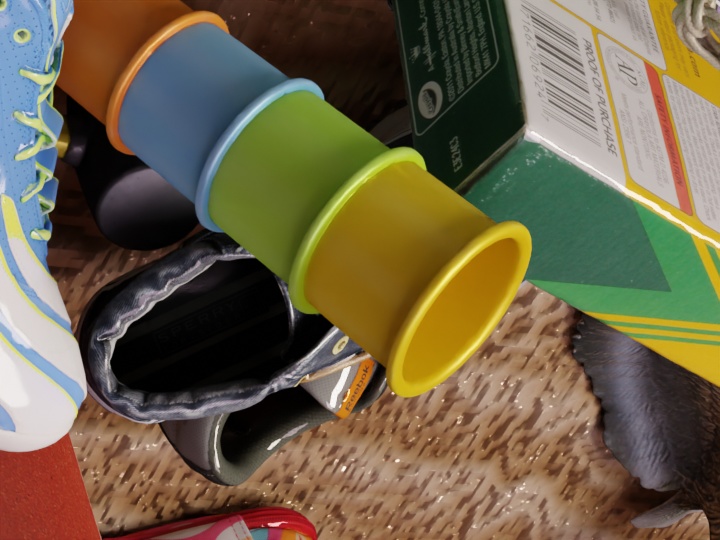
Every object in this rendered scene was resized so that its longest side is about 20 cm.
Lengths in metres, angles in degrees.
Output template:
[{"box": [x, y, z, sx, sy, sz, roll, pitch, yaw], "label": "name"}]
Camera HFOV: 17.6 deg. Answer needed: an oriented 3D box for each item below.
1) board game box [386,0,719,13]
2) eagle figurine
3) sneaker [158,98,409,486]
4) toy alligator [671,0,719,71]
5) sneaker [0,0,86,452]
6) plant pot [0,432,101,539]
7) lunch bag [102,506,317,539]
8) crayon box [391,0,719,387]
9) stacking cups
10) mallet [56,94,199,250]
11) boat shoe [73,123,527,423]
[{"box": [0.125, -0.105, 0.819, 0.199, 0.028, 0.135, 23, 123, -28], "label": "board game box"}, {"box": [0.179, 0.069, 1.019, 0.152, 0.150, 0.201, -38, 127, -61], "label": "eagle figurine"}, {"box": [0.006, 0.006, 0.863, 0.200, 0.079, 0.074, -39, 137, 8], "label": "sneaker"}, {"box": [0.065, -0.146, 0.725, 0.200, 0.059, 0.054, 42, 70, -17], "label": "toy alligator"}, {"box": [-0.113, -0.041, 0.666, 0.105, 0.076, 0.200, -22, 113, 22], "label": "sneaker"}, {"box": [-0.216, 0.068, 0.720, 0.199, 0.200, 0.176, -35, 128, 6], "label": "plant pot"}, {"box": [-0.102, 0.194, 0.987, 0.199, 0.082, 0.177, -12, 137, -22], "label": "lunch bag"}, {"box": [0.102, -0.032, 0.771, 0.200, 0.126, 0.052, 27, 127, -30], "label": "crayon box"}, {"box": [-0.041, -0.048, 0.687, 0.060, 0.200, 0.061, -41, 158, -21], "label": "stacking cups"}, {"box": [-0.139, -0.045, 0.732, 0.199, 0.066, 0.041, 5, 130, -34], "label": "mallet"}, {"box": [0.000, 0.000, 0.780, 0.200, 0.091, 0.071, -26, 95, -7], "label": "boat shoe"}]
